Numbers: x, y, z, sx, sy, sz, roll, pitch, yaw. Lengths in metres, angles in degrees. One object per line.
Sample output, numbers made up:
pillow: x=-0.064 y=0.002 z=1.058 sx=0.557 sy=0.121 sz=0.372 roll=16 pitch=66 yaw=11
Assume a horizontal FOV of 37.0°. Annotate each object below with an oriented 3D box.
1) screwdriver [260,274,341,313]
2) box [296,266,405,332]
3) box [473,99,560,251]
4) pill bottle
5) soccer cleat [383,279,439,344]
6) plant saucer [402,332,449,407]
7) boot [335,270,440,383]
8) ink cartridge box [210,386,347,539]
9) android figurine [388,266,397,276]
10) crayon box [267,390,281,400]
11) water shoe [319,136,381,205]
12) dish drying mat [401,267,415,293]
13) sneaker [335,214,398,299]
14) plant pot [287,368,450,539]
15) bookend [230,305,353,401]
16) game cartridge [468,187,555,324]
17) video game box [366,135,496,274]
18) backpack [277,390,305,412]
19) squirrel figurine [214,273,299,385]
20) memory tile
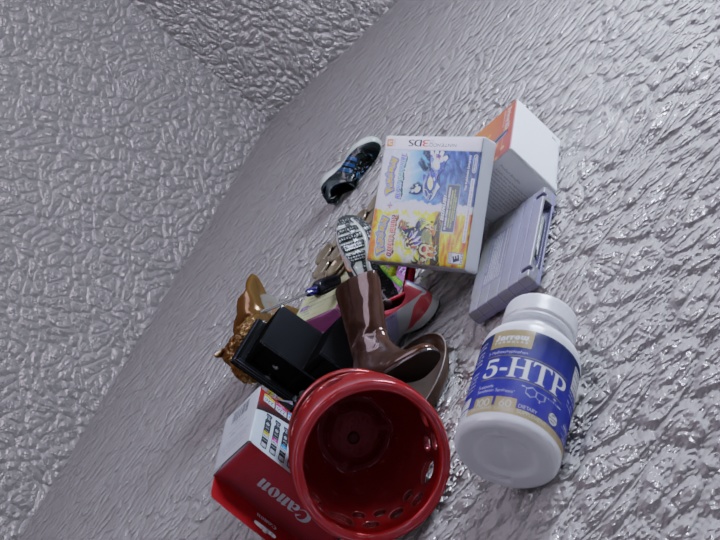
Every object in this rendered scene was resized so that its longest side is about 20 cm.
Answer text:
screwdriver: x=-0.102 y=0.044 z=1.808 sx=0.198 sy=0.028 sz=0.029 roll=-25 pitch=-13 yaw=-44
box: x=-0.013 y=0.036 z=1.958 sx=0.175 sy=0.096 sz=0.202 roll=-26 pitch=32 yaw=55
box: x=0.211 y=-0.143 z=1.716 sx=0.200 sy=0.106 sz=0.153 roll=-40 pitch=20 yaw=34
pill bottle: x=0.184 y=0.129 z=1.209 sx=0.119 sy=0.119 sz=0.202 roll=-34 pitch=25 yaw=45
soccer cleat: x=0.041 y=0.088 z=1.749 sx=0.199 sy=0.073 sz=0.069 roll=-40 pitch=20 yaw=34
plant saucer: x=0.066 y=0.182 z=1.566 sx=0.200 sy=0.032 sz=0.201 roll=-46 pitch=17 yaw=18
boot: x=0.033 y=0.072 z=1.564 sx=0.185 sy=0.064 sz=0.203 roll=-33 pitch=52 yaw=39
ink cartridge box: x=-0.100 y=0.291 z=1.488 sx=0.084 sy=0.199 sz=0.176 roll=-43 pitch=18 yaw=21
android figurine: x=0.071 y=-0.093 z=1.782 sx=0.183 sy=0.040 sz=0.203 roll=90 pitch=-167 yaw=-67
crayon box: x=-0.118 y=0.221 z=1.921 sx=0.118 sy=0.058 sz=0.202 roll=-24 pitch=33 yaw=57
water shoe: x=-0.014 y=-0.237 z=2.606 sx=0.200 sy=0.071 sz=0.080 roll=-43 pitch=46 yaw=24
dish drying mat: x=0.089 y=-0.033 z=1.781 sx=0.077 sy=0.018 sz=0.204 roll=-65 pitch=-15 yaw=-74
sneaker: x=0.000 y=0.000 z=1.835 sx=0.080 sy=0.072 sz=0.203 roll=119 pitch=135 yaw=-58
plant pot: x=0.003 y=0.224 z=1.376 sx=0.201 sy=0.200 sz=0.182 roll=-51 pitch=9 yaw=-1
bookend: x=-0.077 y=0.134 z=1.694 sx=0.093 sy=0.197 sz=0.200 roll=-59 pitch=8 yaw=-33
game cartridge: x=0.222 y=-0.021 z=1.568 sx=0.129 sy=0.038 sz=0.202 roll=-42 pitch=19 yaw=42
video game box: x=0.106 y=-0.104 z=1.638 sx=0.180 sy=0.046 sz=0.204 roll=4 pitch=83 yaw=37
backpack: x=-0.120 y=0.281 z=1.689 sx=0.168 sy=0.126 sz=0.199 roll=-55 pitch=19 yaw=-14
squirrel figurine: x=-0.238 y=0.149 z=2.265 sx=0.187 sy=0.140 sz=0.201 roll=-50 pitch=13 yaw=28
memory tile: x=-0.020 y=-0.048 z=1.956 sx=0.200 sy=0.017 sz=0.154 roll=-44 pitch=19 yaw=24
